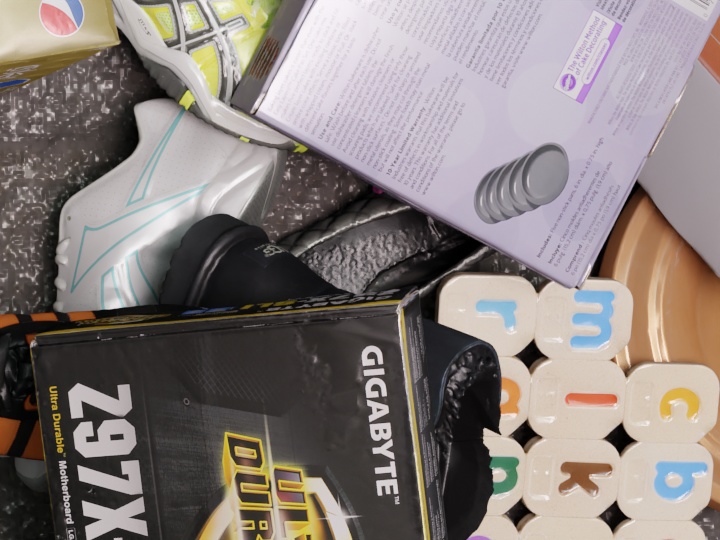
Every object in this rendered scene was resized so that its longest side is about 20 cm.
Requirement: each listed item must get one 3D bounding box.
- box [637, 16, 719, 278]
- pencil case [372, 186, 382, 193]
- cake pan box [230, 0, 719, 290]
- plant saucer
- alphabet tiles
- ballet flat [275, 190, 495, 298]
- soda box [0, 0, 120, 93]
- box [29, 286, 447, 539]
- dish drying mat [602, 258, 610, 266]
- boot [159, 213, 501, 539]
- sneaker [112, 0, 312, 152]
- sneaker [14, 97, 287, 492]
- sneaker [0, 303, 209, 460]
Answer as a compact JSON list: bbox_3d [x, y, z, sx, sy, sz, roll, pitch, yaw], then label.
[{"bbox_3d":[0.244,-0.084,1.290,0.199,0.098,0.125,-19,54,-27],"label":"box"},{"bbox_3d":[0.005,-0.146,1.254,0.088,0.088,0.201,-25,95,-19],"label":"pencil case"},{"bbox_3d":[0.064,-0.120,1.183,0.183,0.052,0.201,26,93,-21],"label":"cake pan box"},{"bbox_3d":[0.215,0.028,1.333,0.199,0.032,0.202,3,83,-24],"label":"plant saucer"},{"bbox_3d":[0.079,0.101,1.276,0.194,0.015,0.202,2,101,-10],"label":"alphabet tiles"},{"bbox_3d":[0.000,0.000,1.257,0.200,0.057,0.067,-37,101,-17],"label":"ballet flat"},{"bbox_3d":[-0.167,-0.113,1.124,0.067,0.200,0.065,-12,92,-21],"label":"soda box"},{"bbox_3d":[-0.045,0.114,1.069,0.158,0.049,0.202,-5,97,12],"label":"box"},{"bbox_3d":[0.205,0.057,1.352,0.077,0.018,0.201,-37,99,-22],"label":"dish drying mat"},{"bbox_3d":[-0.029,0.093,1.157,0.076,0.168,0.201,-10,123,-53],"label":"boot"},{"bbox_3d":[-0.074,-0.132,1.201,0.200,0.076,0.076,38,120,-6],"label":"sneaker"},{"bbox_3d":[-0.114,0.010,1.218,0.080,0.070,0.201,29,80,6],"label":"sneaker"},{"bbox_3d":[-0.145,0.051,1.128,0.090,0.199,0.071,11,76,-62],"label":"sneaker"}]
